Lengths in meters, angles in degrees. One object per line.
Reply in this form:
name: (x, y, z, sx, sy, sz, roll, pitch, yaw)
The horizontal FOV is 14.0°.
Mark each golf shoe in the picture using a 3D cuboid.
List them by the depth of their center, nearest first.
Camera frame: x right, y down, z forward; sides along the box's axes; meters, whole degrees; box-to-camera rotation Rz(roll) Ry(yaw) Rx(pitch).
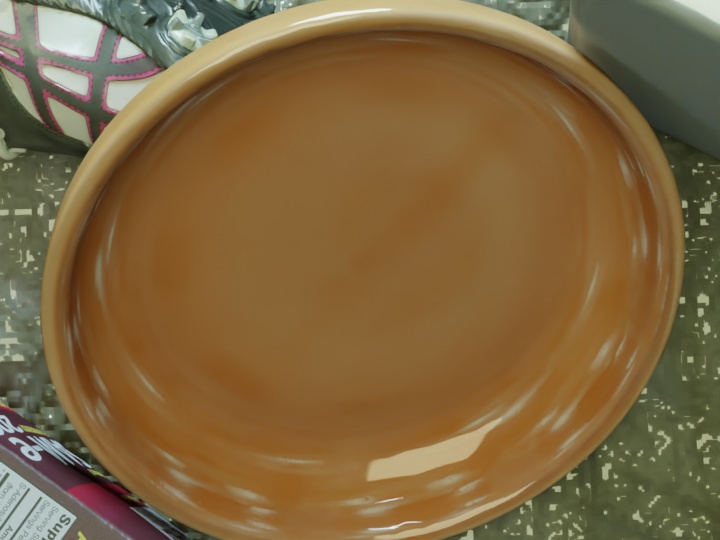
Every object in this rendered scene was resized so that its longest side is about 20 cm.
golf shoe: (-0.080, -0.066, 0.952, 0.200, 0.077, 0.088, 40, 116, 3)

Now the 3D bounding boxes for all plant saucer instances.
plant saucer: (0.000, 0.000, 0.904, 0.200, 0.037, 0.200, -5, 123, -8)

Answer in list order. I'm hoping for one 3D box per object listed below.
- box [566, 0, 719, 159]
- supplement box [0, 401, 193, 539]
box: (0.175, -0.120, 0.863, 0.171, 0.199, 0.200, 26, 87, 6)
supplement box: (-0.148, 0.057, 0.920, 0.200, 0.109, 0.061, 36, 89, 5)
